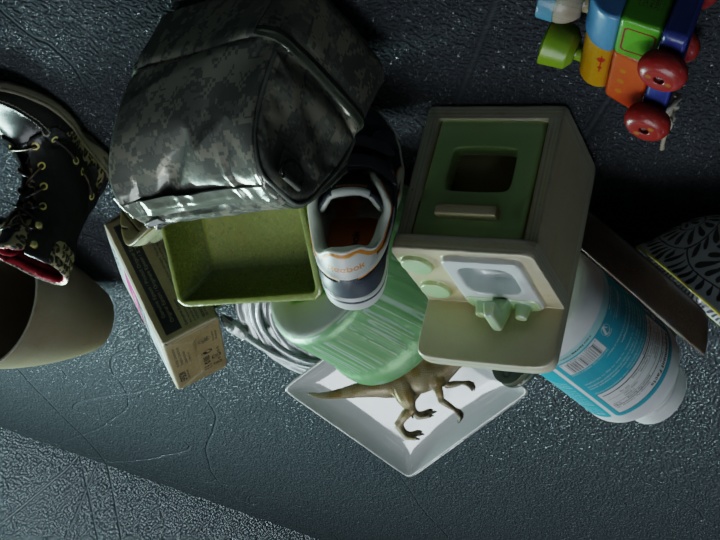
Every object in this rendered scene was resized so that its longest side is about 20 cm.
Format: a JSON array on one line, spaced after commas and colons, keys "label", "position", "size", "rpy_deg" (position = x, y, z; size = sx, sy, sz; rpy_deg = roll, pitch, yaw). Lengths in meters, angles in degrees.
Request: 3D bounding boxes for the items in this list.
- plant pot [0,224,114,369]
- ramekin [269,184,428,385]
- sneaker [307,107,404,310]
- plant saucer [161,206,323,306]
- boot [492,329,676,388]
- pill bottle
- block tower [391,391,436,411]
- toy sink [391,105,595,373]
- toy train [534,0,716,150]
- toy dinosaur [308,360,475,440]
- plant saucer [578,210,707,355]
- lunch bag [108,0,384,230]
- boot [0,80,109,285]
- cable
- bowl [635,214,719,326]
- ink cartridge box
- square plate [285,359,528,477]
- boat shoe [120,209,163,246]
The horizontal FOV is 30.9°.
[{"label": "plant pot", "position": [-0.433, 0.051, 1.754], "size": [0.186, 0.190, 0.199], "rpy_deg": [1, 170, 31]}, {"label": "ramekin", "position": [0.000, 0.000, 1.254], "size": [0.097, 0.202, 0.199], "rpy_deg": [25, 157, -35]}, {"label": "sneaker", "position": [-0.003, -0.073, 1.097], "size": [0.078, 0.202, 0.080], "rpy_deg": [-4, 148, 5]}, {"label": "plant saucer", "position": [-0.114, -0.072, 1.239], "size": [0.199, 0.202, 0.048], "rpy_deg": [-4, -168, 41]}, {"label": "boot", "position": [0.235, 0.073, 1.340], "size": [0.072, 0.183, 0.200], "rpy_deg": [8, 158, 49]}, {"label": "pill bottle", "position": [0.223, 0.070, 1.216], "size": [0.110, 0.112, 0.200], "rpy_deg": [-8, 145, 46]}, {"label": "block tower", "position": [0.090, 0.076, 1.467], "size": [0.057, 0.054, 0.201], "rpy_deg": [20, 126, -9]}, {"label": "toy sink", "position": [0.110, -0.030, 1.107], "size": [0.129, 0.202, 0.112], "rpy_deg": [4, 156, 28]}, {"label": "toy train", "position": [0.179, -0.148, 0.942], "size": [0.115, 0.085, 0.200], "rpy_deg": [21, 161, 11]}, {"label": "toy dinosaur", "position": [0.051, 0.127, 1.417], "size": [0.198, 0.058, 0.102], "rpy_deg": [-18, 109, 9]}, {"label": "plant saucer", "position": [0.252, 0.001, 1.209], "size": [0.200, 0.035, 0.200], "rpy_deg": [40, -172, -7]}, {"label": "lunch bag", "position": [-0.101, -0.119, 1.044], "size": [0.199, 0.169, 0.139], "rpy_deg": [-3, 143, 41]}, {"label": "boot", "position": [-0.336, -0.088, 1.328], "size": [0.072, 0.152, 0.200], "rpy_deg": [4, 157, 25]}, {"label": "cable", "position": [-0.041, 0.038, 1.471], "size": [0.200, 0.070, 0.200], "rpy_deg": [41, 126, -17]}, {"label": "bowl", "position": [0.352, 0.011, 1.161], "size": [0.200, 0.094, 0.201], "rpy_deg": [41, -173, -6]}, {"label": "ink cartridge box", "position": [-0.228, 0.033, 1.543], "size": [0.075, 0.166, 0.200], "rpy_deg": [-27, 163, -11]}, {"label": "square plate", "position": [0.051, 0.128, 1.459], "size": [0.199, 0.029, 0.198], "rpy_deg": [37, 122, -21]}, {"label": "boat shoe", "position": [-0.186, -0.081, 1.381], "size": [0.064, 0.074, 0.199], "rpy_deg": [-2, 165, -40]}]
